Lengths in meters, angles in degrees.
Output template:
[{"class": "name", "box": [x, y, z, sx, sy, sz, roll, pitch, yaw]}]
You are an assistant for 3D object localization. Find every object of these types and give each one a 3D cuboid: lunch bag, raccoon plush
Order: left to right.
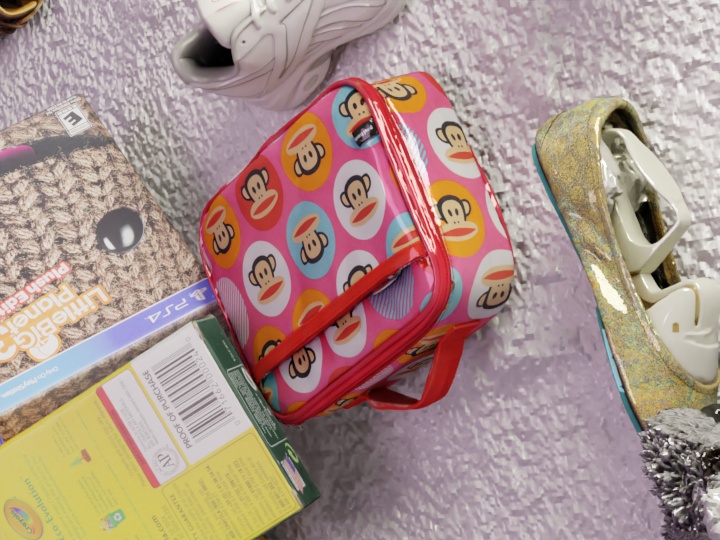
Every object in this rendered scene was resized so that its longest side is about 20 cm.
[{"class": "lunch bag", "box": [0.000, 0.000, 1.407, 0.200, 0.082, 0.177, -39, 68, 47]}, {"class": "raccoon plush", "box": [0.166, 0.143, 1.148, 0.096, 0.200, 0.135, 7, 102, 21]}]

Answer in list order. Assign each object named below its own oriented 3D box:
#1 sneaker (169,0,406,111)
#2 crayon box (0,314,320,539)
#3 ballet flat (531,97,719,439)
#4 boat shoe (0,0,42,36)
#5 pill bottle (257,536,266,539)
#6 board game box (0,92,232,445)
[{"class": "sneaker", "box": [-0.043, -0.159, 1.420, 0.200, 0.099, 0.078, -50, 57, 40]}, {"class": "crayon box", "box": [-0.140, 0.131, 1.433, 0.199, 0.051, 0.128, -32, 87, 12]}, {"class": "ballet flat", "box": [0.147, 0.002, 1.241, 0.071, 0.070, 0.201, -38, 65, 45]}, {"class": "boat shoe", "box": [-0.259, -0.197, 1.698, 0.200, 0.072, 0.068, -50, 55, 37]}, {"class": "pill bottle", "box": [-0.141, 0.173, 1.559, 0.200, 0.116, 0.117, 39, 122, 42]}, {"class": "board game box", "box": [-0.196, 0.013, 1.556, 0.200, 0.159, 0.097, 52, 162, 32]}]
